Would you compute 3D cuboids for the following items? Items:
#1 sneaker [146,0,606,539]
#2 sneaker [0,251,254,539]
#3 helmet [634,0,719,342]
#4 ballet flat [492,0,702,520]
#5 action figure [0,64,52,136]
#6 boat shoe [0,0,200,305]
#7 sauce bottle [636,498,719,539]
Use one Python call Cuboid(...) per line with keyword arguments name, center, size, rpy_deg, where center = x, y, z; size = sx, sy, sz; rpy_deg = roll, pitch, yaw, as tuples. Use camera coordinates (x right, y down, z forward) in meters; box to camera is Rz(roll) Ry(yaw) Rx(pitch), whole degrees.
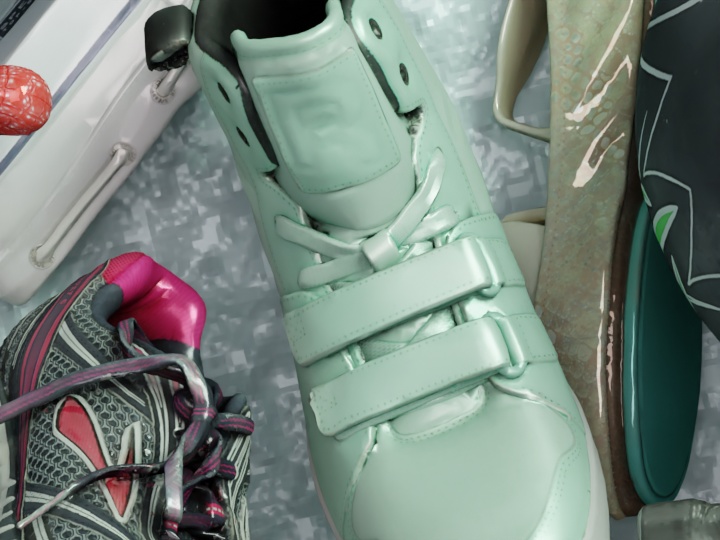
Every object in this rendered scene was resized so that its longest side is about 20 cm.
Cuboid(name="sneaker", center=(0.000, 0.000, 0.698), size=(0.074, 0.118, 0.201), rpy_deg=(-24, 52, 7))
Cuboid(name="sneaker", center=(-0.055, 0.060, 0.674), size=(0.075, 0.200, 0.081), rpy_deg=(-45, 126, 6))
Cuboid(name="helmet", center=(0.168, -0.041, 0.695), size=(0.190, 0.200, 0.200), rpy_deg=(-24, 83, 12))
Cuboid(name="ballet flat", center=(0.068, -0.027, 0.784), size=(0.062, 0.067, 0.200), rpy_deg=(0, 78, 28))
Cuboid(name="action figure", center=(-0.173, -0.051, 0.762), size=(0.200, 0.052, 0.066), rpy_deg=(3, 72, 29))
Cuboid(name="boat shoe", center=(-0.057, -0.078, 0.789), size=(0.200, 0.074, 0.065), rpy_deg=(-47, 115, 3))
Cuboid(name="sauce bottle", center=(0.166, 0.063, 0.626), size=(0.200, 0.065, 0.065), rpy_deg=(-9, 83, 12))
